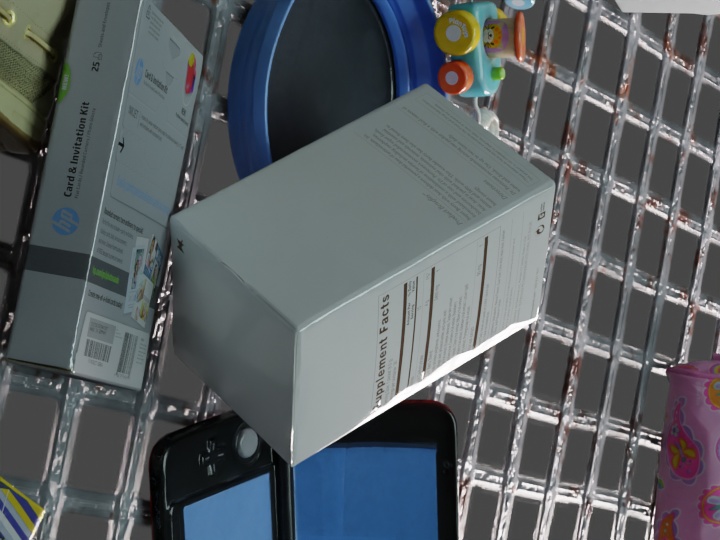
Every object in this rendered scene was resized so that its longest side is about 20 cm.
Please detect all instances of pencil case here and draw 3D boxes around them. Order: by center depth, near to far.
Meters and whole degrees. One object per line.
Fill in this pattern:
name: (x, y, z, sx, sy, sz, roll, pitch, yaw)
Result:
pencil case: (0.293, 0.172, 1.832, 0.087, 0.087, 0.200, -3, 96, -54)

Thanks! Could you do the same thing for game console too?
game console: (-0.032, 0.188, 1.349, 0.172, 0.119, 0.200, -17, 109, -52)

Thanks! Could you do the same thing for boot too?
boot: (-0.195, -0.171, 1.099, 0.200, 0.073, 0.156, 49, 57, -52)

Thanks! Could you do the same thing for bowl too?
bowl: (-0.014, -0.109, 1.394, 0.201, 0.039, 0.201, -13, 106, -53)

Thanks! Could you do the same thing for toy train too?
toy train: (0.107, -0.184, 1.500, 0.150, 0.056, 0.200, 52, 42, -51)

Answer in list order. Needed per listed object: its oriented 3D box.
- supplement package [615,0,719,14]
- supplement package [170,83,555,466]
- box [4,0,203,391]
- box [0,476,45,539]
supplement package: (0.247, -0.310, 1.628, 0.200, 0.152, 0.151, 47, 58, -47)
supplement package: (0.000, 0.000, 1.294, 0.200, 0.121, 0.120, -29, 143, -29)
box: (-0.136, -0.039, 1.181, 0.156, 0.041, 0.200, 39, 62, -81)
box: (-0.248, 0.102, 1.081, 0.200, 0.064, 0.070, 48, 58, -47)
